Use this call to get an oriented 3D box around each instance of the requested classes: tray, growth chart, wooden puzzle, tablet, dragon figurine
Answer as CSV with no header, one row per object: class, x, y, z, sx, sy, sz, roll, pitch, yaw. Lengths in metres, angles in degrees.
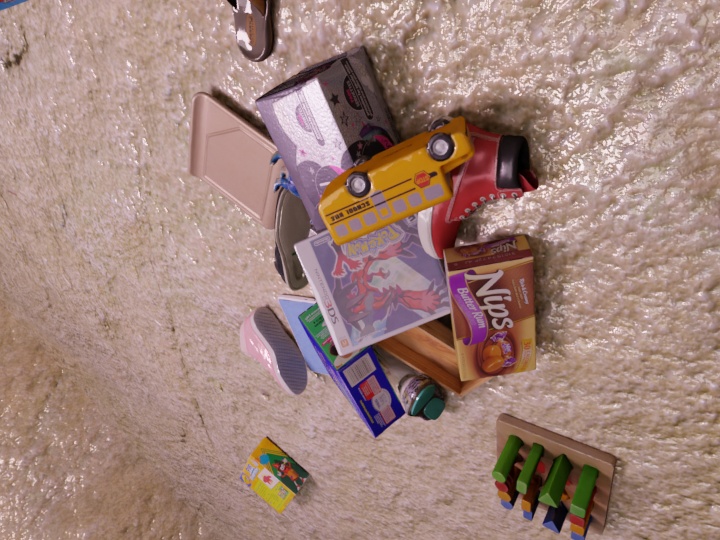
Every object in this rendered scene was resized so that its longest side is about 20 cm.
tray,0.115,0.126,0.983,0.197,0.038,0.099,31,138,-11
growth chart,0.050,0.140,1.112,0.201,0.018,0.144,49,142,-5
wooden puzzle,-0.206,-0.186,1.040,0.197,0.037,0.187,33,140,8
tablet,-0.089,0.137,1.237,0.128,0.014,0.204,6,128,38
dragon figurine,-0.082,-0.157,0.922,0.097,0.060,0.203,12,136,8

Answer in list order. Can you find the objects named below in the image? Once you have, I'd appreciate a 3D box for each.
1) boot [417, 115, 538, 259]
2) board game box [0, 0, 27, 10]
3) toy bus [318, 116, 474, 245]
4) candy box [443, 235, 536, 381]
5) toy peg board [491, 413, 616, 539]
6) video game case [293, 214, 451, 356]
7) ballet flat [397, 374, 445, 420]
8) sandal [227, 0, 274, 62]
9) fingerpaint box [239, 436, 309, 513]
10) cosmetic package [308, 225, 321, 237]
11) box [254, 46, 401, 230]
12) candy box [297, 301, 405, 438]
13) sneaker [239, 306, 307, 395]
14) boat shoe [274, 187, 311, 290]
boot,0.151,-0.086,0.783,0.141,0.072,0.204,21,132,24
board game box,-0.551,-0.517,0.919,0.055,0.196,0.202,-23,109,48
toy bus,0.045,-0.107,0.727,0.196,0.066,0.079,-22,113,19
candy box,0.184,0.057,0.851,0.113,0.057,0.204,-9,126,5
toy peg board,0.310,0.377,1.028,0.196,0.098,0.203,16,134,31
video game case,0.022,0.008,0.899,0.196,0.023,0.186,-22,97,11
ballet flat,0.097,0.216,1.050,0.071,0.073,0.201,22,167,24
sandal,-0.159,-0.373,0.811,0.080,0.055,0.203,27,138,20
fingerpaint box,-0.249,0.585,1.728,0.165,0.073,0.201,37,140,7
cosmetic package,0.000,0.000,1.004,0.198,0.051,0.083,36,143,9
box,-0.029,-0.172,0.827,0.130,0.115,0.203,-3,123,42
candy box,-0.019,0.165,1.074,0.200,0.076,0.171,40,160,56
sneaker,-0.193,0.181,1.314,0.104,0.075,0.203,-26,95,47
boat shoe,-0.125,-0.063,1.049,0.068,0.070,0.204,44,144,42
